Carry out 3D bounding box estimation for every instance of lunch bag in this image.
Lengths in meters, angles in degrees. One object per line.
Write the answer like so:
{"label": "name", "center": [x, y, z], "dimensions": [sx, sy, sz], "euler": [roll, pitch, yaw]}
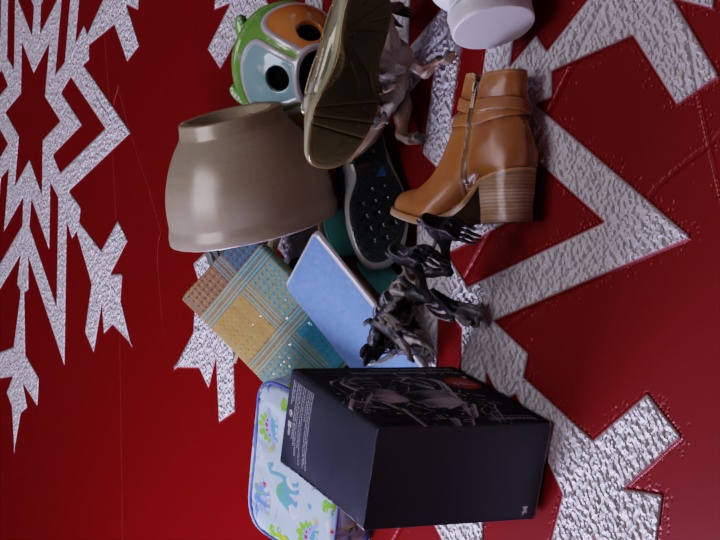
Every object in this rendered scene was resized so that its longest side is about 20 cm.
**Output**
{"label": "lunch bag", "center": [-0.056, 0.224, 1.805], "dimensions": [0.161, 0.082, 0.200], "euler": [18, 109, 39]}

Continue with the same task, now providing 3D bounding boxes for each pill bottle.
{"label": "pill bottle", "center": [0.110, -0.325, 1.531], "dimensions": [0.109, 0.109, 0.200], "euler": [-41, 55, 53]}

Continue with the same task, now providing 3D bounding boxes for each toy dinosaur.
{"label": "toy dinosaur", "center": [0.026, -0.219, 1.706], "dimensions": [0.136, 0.086, 0.200], "euler": [56, 140, 45]}

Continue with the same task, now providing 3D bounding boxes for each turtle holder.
{"label": "turtle holder", "center": [-0.079, -0.220, 1.825], "dimensions": [0.132, 0.141, 0.186], "euler": [32, 105, 56]}

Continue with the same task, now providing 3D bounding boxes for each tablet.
{"label": "tablet", "center": [-0.006, 0.060, 1.729], "dimensions": [0.200, 0.014, 0.130], "euler": [52, 148, 13]}

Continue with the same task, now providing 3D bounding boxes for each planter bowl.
{"label": "planter bowl", "center": [-0.133, -0.114, 1.755], "dimensions": [0.200, 0.200, 0.135], "euler": [14, 120, 60]}

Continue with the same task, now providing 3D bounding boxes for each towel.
{"label": "towel", "center": [-0.103, 0.060, 1.843], "dimensions": [0.200, 0.022, 0.147], "euler": [45, 122, 1]}

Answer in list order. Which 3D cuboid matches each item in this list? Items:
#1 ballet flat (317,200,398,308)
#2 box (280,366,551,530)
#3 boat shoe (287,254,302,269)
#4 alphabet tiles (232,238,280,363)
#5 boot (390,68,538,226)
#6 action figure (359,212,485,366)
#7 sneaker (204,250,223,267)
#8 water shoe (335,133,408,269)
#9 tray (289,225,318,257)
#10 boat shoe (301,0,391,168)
{"label": "ballet flat", "center": [0.000, 0.000, 1.766], "dimensions": [0.200, 0.069, 0.063], "euler": [-121, 28, -44]}
{"label": "box", "center": [0.052, 0.170, 1.533], "dimensions": [0.182, 0.200, 0.104], "euler": [29, 114, 57]}
{"label": "boat shoe", "center": [-0.096, 0.044, 1.906], "dimensions": [0.200, 0.060, 0.076], "euler": [115, 146, -51]}
{"label": "alphabet tiles", "center": [-0.127, 0.010, 1.934], "dimensions": [0.167, 0.006, 0.200], "euler": [-90, 19, -58]}
{"label": "boot", "center": [0.106, -0.123, 1.575], "dimensions": [0.200, 0.074, 0.155], "euler": [-1, 89, 48]}
{"label": "action figure", "center": [0.061, 0.042, 1.572], "dimensions": [0.102, 0.119, 0.200], "euler": [34, 140, 17]}
{"label": "sneaker", "center": [-0.141, -0.077, 1.904], "dimensions": [0.114, 0.076, 0.200], "euler": [175, 102, -67]}
{"label": "water shoe", "center": [0.011, -0.088, 1.763], "dimensions": [0.079, 0.071, 0.200], "euler": [102, 161, -69]}
{"label": "tray", "center": [-0.065, -0.064, 1.906], "dimensions": [0.107, 0.022, 0.200], "euler": [102, 151, -47]}
{"label": "boat shoe", "center": [-0.021, -0.207, 1.633], "dimensions": [0.063, 0.073, 0.201], "euler": [-137, 54, -58]}
